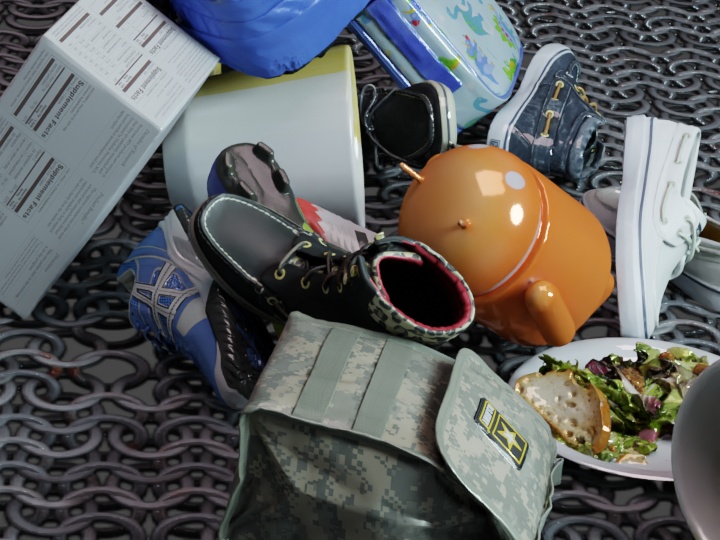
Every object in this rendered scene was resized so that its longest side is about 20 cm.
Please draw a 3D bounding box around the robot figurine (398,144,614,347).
[{"bbox_3d":[0.105,-0.017,1.629,0.116,0.145,0.200,-12,-28,34],"label":"robot figurine"}]

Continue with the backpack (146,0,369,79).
[{"bbox_3d":[-0.098,-0.246,1.744,0.199,0.168,0.163,31,75,39],"label":"backpack"}]

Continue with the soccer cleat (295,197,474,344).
[{"bbox_3d":[0.000,0.000,1.715,0.199,0.069,0.085,30,24,32],"label":"soccer cleat"}]

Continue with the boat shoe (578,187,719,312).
[{"bbox_3d":[0.248,-0.036,1.810,0.070,0.070,0.200,-13,31,-30],"label":"boat shoe"}]

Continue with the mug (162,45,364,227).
[{"bbox_3d":[-0.077,-0.109,1.826,0.152,0.150,0.187,-5,37,3],"label":"mug"}]

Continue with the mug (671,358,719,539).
[{"bbox_3d":[0.305,0.134,1.438,0.152,0.188,0.149,-8,-6,-41],"label":"mug"}]

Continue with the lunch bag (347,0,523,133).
[{"bbox_3d":[0.052,-0.223,1.986,0.082,0.200,0.161,-35,17,25],"label":"lunch bag"}]

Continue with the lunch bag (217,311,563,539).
[{"bbox_3d":[0.027,0.119,1.422,0.198,0.119,0.164,15,24,5],"label":"lunch bag"}]

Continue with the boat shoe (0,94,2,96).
[{"bbox_3d":[-0.271,-0.101,1.892,0.198,0.073,0.068,6,28,27],"label":"boat shoe"}]

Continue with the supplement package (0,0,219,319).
[{"bbox_3d":[-0.219,-0.095,1.697,0.111,0.200,0.156,38,27,-5],"label":"supplement package"}]

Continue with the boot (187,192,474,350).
[{"bbox_3d":[-0.018,-0.002,1.541,0.203,0.154,0.074,39,67,-1],"label":"boot"}]

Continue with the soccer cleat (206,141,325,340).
[{"bbox_3d":[-0.058,-0.001,1.668,0.064,0.084,0.201,-15,64,-22],"label":"soccer cleat"}]

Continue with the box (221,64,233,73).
[{"bbox_3d":[-0.106,-0.223,1.958,0.123,0.202,0.148,8,4,10],"label":"box"}]

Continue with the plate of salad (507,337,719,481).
[{"bbox_3d":[0.201,0.086,1.583,0.198,0.048,0.200,3,25,-1],"label":"plate of salad"}]

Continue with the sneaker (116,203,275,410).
[{"bbox_3d":[-0.118,0.039,1.633,0.077,0.076,0.200,-36,40,6],"label":"sneaker"}]

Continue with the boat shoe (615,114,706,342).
[{"bbox_3d":[0.229,-0.036,1.726,0.066,0.074,0.202,1,60,10],"label":"boat shoe"}]

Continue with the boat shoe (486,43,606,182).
[{"bbox_3d":[0.182,-0.134,2.013,0.090,0.071,0.201,12,35,17],"label":"boat shoe"}]

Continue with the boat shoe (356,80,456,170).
[{"bbox_3d":[0.024,-0.120,1.907,0.062,0.075,0.200,-6,5,-25],"label":"boat shoe"}]

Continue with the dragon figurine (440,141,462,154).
[{"bbox_3d":[0.084,-0.045,1.812,0.058,0.100,0.200,16,14,6],"label":"dragon figurine"}]
